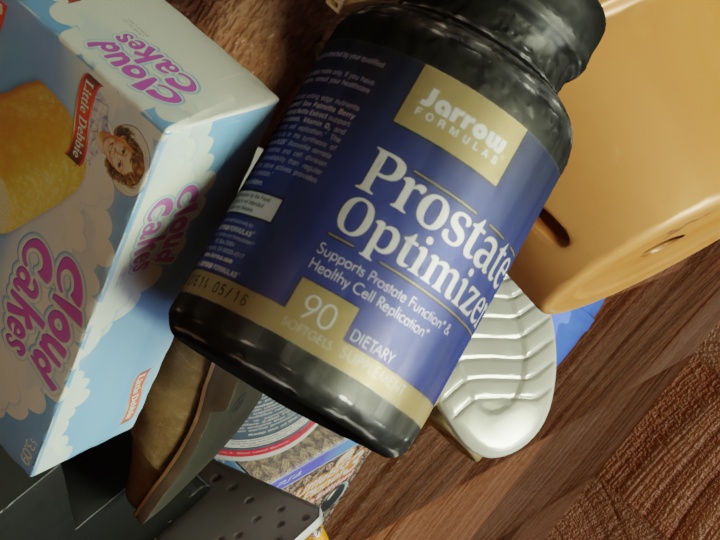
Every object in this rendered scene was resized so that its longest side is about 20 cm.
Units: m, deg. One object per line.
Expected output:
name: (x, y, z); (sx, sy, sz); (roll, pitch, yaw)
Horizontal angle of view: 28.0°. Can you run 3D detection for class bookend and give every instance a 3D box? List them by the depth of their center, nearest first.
bookend: (-0.185, 0.113, 0.789); (0.199, 0.092, 0.200); (-40, 158, -26)

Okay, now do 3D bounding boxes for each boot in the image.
boot: (-0.091, 0.054, 0.715); (0.074, 0.075, 0.200); (-49, 171, -42)

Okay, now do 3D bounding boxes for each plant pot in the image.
plant pot: (0.120, -0.069, 0.730); (0.200, 0.140, 0.200); (-25, 168, -6)

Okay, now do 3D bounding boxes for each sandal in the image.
sandal: (0.057, 0.007, 0.829); (0.082, 0.203, 0.050); (-14, 173, -17)

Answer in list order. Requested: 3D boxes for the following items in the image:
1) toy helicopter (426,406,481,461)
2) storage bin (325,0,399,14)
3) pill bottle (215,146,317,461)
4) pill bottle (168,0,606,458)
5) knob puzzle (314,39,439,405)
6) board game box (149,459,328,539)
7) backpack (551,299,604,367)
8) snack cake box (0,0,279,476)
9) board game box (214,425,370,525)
toy helicopter: (0.015, 0.067, 0.962); (0.079, 0.200, 0.132); (-44, 143, -10)
storage bin: (0.059, -0.230, 0.639); (0.200, 0.094, 0.199); (-21, 148, -51)
pill bottle: (-0.071, 0.018, 0.805); (0.120, 0.120, 0.200); (-40, 160, -20)
pill bottle: (0.016, -0.035, 0.587); (0.200, 0.112, 0.112); (-61, 162, -9)
knob puzzle: (0.000, 0.000, 0.821); (0.030, 0.220, 0.220); (-15, 153, -9)
board game box: (-0.148, 0.190, 0.882); (0.200, 0.200, 0.026); (-40, 123, -28)
backpack: (0.090, -0.029, 0.948); (0.168, 0.162, 0.200); (-60, 179, 8)
snack cake box: (-0.127, -0.023, 0.614); (0.067, 0.115, 0.200); (-25, 150, -48)
board game box: (-0.091, 0.164, 1.080); (0.159, 0.097, 0.200); (-24, 150, -49)
